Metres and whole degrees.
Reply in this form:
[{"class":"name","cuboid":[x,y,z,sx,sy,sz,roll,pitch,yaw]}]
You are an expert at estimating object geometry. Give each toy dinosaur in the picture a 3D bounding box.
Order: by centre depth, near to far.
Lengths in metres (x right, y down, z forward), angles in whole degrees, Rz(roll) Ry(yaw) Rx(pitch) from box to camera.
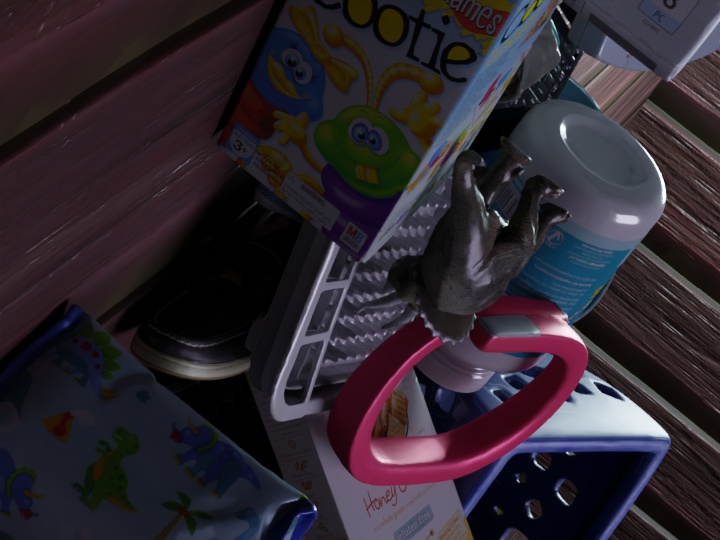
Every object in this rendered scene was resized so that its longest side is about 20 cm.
[{"class":"toy dinosaur","cuboid":[0.064,-0.011,1.039,0.103,0.077,0.200,-59,-179,-10]}]

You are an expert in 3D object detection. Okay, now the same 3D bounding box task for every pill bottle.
[{"class":"pill bottle","cuboid":[0.107,-0.009,1.269,0.200,0.111,0.111,-54,172,34]}]

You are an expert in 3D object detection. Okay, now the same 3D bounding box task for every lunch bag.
[{"class":"lunch bag","cuboid":[-0.135,0.145,0.995,0.127,0.170,0.200,-44,169,-41]}]

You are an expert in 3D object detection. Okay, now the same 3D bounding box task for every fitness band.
[{"class":"fitness band","cuboid":[0.062,0.077,1.201,0.199,0.038,0.144,6,131,-51]}]

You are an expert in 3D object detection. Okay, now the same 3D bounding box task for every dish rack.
[{"class":"dish rack","cuboid":[0.000,0.000,1.150,0.200,0.043,0.173,-2,115,-65]}]

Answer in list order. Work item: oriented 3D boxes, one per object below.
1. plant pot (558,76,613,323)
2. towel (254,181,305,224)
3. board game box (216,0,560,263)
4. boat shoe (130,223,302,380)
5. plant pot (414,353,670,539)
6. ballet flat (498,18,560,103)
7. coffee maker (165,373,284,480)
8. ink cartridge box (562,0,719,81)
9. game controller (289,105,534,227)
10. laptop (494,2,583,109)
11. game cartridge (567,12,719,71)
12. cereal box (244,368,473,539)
[{"class":"plant pot","cuboid":[0.090,-0.052,1.467,0.134,0.201,0.200,-4,-146,49]},{"class":"towel","cuboid":[0.015,-0.110,1.132,0.201,0.024,0.147,-58,160,5]},{"class":"board game box","cuboid":[0.024,-0.120,0.946,0.105,0.103,0.200,-45,171,-44]},{"class":"boat shoe","cuboid":[-0.073,0.011,1.160,0.200,0.073,0.065,-32,143,-62]},{"class":"plant pot","cuboid":[0.079,0.144,1.447,0.199,0.180,0.201,6,124,-44]},{"class":"ballet flat","cuboid":[0.076,-0.153,1.086,0.064,0.067,0.200,-44,157,-7]},{"class":"coffee maker","cuboid":[-0.065,0.140,1.316,0.200,0.191,0.135,-49,156,-31]},{"class":"ink cartridge box","cuboid":[0.180,-0.238,1.109,0.200,0.160,0.047,-51,174,-1]},{"class":"game controller","cuboid":[0.044,-0.061,1.277,0.199,0.042,0.105,-10,136,-33]},{"class":"laptop","cuboid":[0.152,-0.156,1.305,0.201,0.103,0.177,-60,148,-9]},{"class":"game cartridge","cuboid":[0.215,-0.197,1.246,0.199,0.040,0.134,-15,131,-47]},{"class":"cereal box","cuboid":[0.004,0.127,1.252,0.039,0.201,0.144,-15,-172,32]}]
